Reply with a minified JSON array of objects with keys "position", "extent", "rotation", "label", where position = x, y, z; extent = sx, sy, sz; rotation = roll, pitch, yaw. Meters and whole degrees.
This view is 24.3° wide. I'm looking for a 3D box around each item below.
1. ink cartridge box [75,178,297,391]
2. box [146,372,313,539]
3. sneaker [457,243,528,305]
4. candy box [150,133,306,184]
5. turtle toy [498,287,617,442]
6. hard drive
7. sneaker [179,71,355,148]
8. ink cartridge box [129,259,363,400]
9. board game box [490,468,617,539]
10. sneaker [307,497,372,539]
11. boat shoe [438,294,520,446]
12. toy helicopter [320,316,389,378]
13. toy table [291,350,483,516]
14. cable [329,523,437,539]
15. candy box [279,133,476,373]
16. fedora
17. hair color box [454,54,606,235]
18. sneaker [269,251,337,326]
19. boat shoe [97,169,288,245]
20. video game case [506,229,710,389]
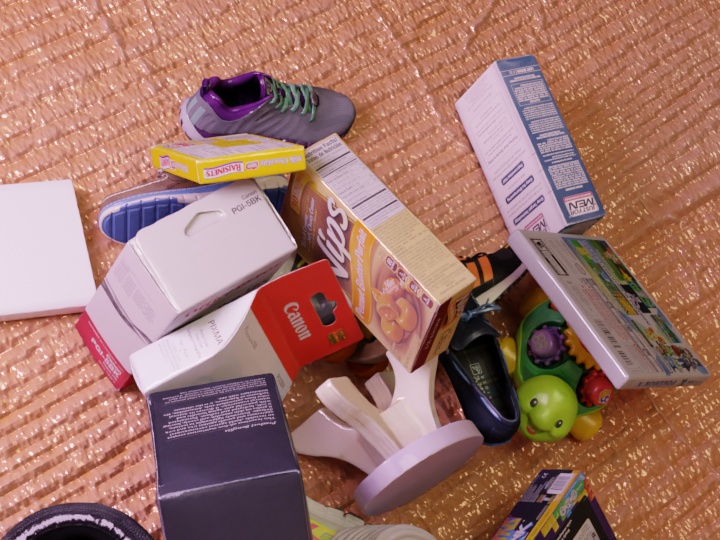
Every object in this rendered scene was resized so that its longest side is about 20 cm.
[{"position":[-0.164,0.015,1.550],"extent":[0.146,0.200,0.083],"rotation":[-30,81,-32],"label":"ink cartridge box"},{"position":[-0.103,0.223,1.400],"extent":[0.122,0.199,0.202],"rotation":[-9,111,-6],"label":"box"},{"position":[0.103,0.006,1.756],"extent":[0.090,0.070,0.200],"rotation":[50,59,0],"label":"sneaker"},{"position":[-0.127,-0.106,1.565],"extent":[0.101,0.200,0.027],"rotation":[-11,101,-17],"label":"candy box"},{"position":[0.214,0.102,1.745],"extent":[0.145,0.101,0.201],"rotation":[39,57,-4],"label":"turtle toy"},{"position":[-0.357,-0.015,1.578],"extent":[0.198,0.026,0.133],"rotation":[-6,70,-27],"label":"hard drive"},{"position":[-0.085,-0.169,1.740],"extent":[0.198,0.088,0.075],"rotation":[-6,69,-27],"label":"sneaker"},{"position":[-0.094,0.085,1.529],"extent":[0.198,0.160,0.048],"rotation":[-26,58,-1],"label":"ink cartridge box"},{"position":[0.180,0.319,1.611],"extent":[0.200,0.056,0.166],"rotation":[-46,119,-38],"label":"board game box"},{"position":[-0.079,0.251,1.555],"extent":[0.198,0.078,0.091],"rotation":[23,61,-14],"label":"sneaker"},{"position":[0.116,0.071,1.663],"extent":[0.084,0.069,0.201],"rotation":[-23,76,-24],"label":"boat shoe"},{"position":[0.000,0.000,1.689],"extent":[0.079,0.132,0.201],"rotation":[27,31,-50],"label":"toy helicopter"},{"position":[0.028,0.152,1.604],"extent":[0.183,0.200,0.118],"rotation":[-37,76,4],"label":"toy table"},{"position":[0.029,0.331,1.526],"extent":[0.200,0.069,0.202],"rotation":[44,46,-40],"label":"cable"},{"position":[0.011,-0.016,1.546],"extent":[0.055,0.116,0.200],"rotation":[-31,67,-32],"label":"candy box"},{"position":[-0.240,0.305,1.431],"extent":[0.198,0.092,0.203],"rotation":[-2,70,4],"label":"fedora"},{"position":[0.185,-0.123,1.837],"extent":[0.060,0.100,0.202],"rotation":[-13,73,-30],"label":"hair color box"},{"position":[-0.040,-0.014,1.656],"extent":[0.084,0.075,0.201],"rotation":[9,51,6],"label":"sneaker"},{"position":[-0.171,-0.076,1.674],"extent":[0.198,0.073,0.073],"rotation":[-9,52,-23],"label":"boat shoe"},{"position":[0.258,0.040,1.734],"extent":[0.181,0.022,0.201],"rotation":[3,45,-52],"label":"video game case"}]
